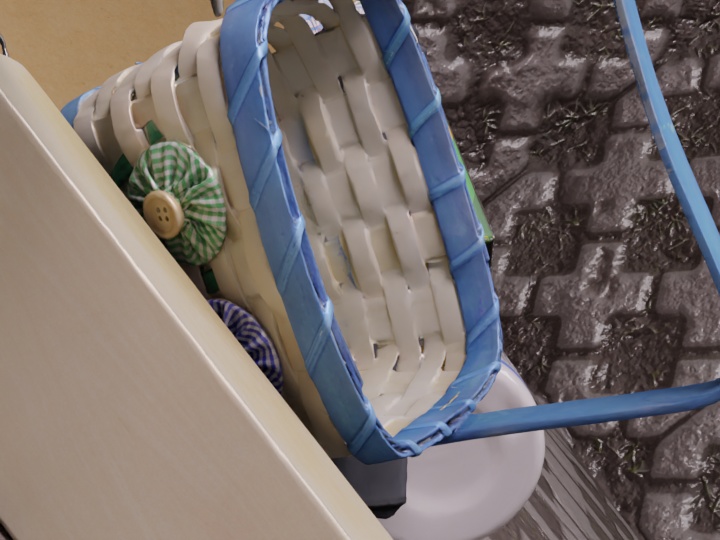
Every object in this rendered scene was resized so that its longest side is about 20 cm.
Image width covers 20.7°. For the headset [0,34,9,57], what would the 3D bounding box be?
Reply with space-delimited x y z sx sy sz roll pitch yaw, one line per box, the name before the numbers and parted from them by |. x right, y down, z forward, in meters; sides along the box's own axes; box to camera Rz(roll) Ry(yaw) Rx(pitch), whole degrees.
headset | -0.198 -0.107 0.647 0.200 0.094 0.124 37 5 14

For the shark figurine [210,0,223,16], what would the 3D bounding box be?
shark figurine | -0.126 -0.092 0.532 0.128 0.214 0.090 -29 120 -76

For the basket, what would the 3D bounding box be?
basket | 0.011 -0.019 0.641 0.176 0.200 0.139 69 22 -8

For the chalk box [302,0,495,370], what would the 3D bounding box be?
chalk box | -0.031 -0.052 0.901 0.124 0.124 0.200 90 -17 -60

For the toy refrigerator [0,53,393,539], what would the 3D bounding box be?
toy refrigerator | -0.074 0.036 0.571 0.200 0.076 0.070 51 4 5

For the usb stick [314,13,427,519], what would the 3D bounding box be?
usb stick | 0.000 0.000 0.781 0.055 0.200 0.033 4 -2 -42

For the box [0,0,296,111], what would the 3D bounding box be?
box | -0.103 -0.099 0.776 0.164 0.021 0.200 48 32 21

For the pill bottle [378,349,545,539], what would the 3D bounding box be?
pill bottle | 0.027 0.065 1.107 0.114 0.114 0.200 50 5 -19
